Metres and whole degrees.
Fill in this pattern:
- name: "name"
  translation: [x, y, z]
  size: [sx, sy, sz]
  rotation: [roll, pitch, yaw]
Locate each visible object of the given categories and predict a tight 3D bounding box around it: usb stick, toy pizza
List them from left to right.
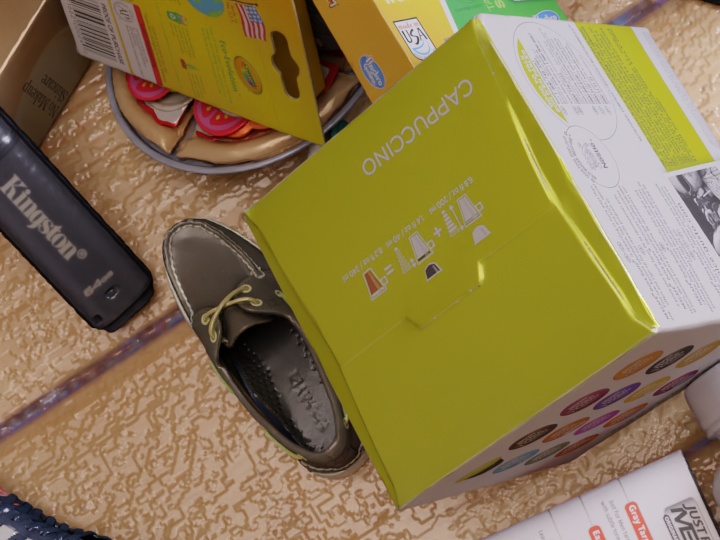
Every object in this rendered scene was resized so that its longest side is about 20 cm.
- name: "usb stick"
  translation: [-0.208, -0.042, 1.280]
  size: [0.055, 0.033, 0.200]
  rotation: [-45, 115, -11]
- name: "toy pizza"
  translation: [-0.078, -0.155, 1.309]
  size: [0.200, 0.032, 0.201]
  rotation: [-9, 62, 17]

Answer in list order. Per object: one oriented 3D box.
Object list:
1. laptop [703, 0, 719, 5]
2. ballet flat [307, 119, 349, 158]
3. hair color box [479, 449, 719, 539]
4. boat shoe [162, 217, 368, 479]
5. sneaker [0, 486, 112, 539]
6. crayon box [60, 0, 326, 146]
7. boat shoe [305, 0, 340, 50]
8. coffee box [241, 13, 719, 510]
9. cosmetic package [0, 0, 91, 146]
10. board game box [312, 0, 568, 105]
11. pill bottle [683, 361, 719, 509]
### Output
- name: "laptop"
  translation: [0.190, -0.215, 1.193]
  size: [0.177, 0.200, 0.103]
  rotation: [20, 50, 14]
- name: "ballet flat"
  translation: [0.000, 0.000, 1.277]
  size: [0.069, 0.069, 0.200]
  rotation: [-27, 76, 6]
- name: "hair color box"
  translation: [0.123, 0.195, 1.209]
  size: [0.200, 0.061, 0.102]
  rotation: [-25, 75, 7]
- name: "boat shoe"
  translation: [-0.064, 0.042, 1.279]
  size: [0.072, 0.060, 0.202]
  rotation: [-38, 74, 3]
- name: "sneaker"
  translation: [-0.225, 0.164, 1.281]
  size: [0.200, 0.075, 0.085]
  rotation: [-2, 83, 12]
- name: "crayon box"
  translation: [-0.098, -0.161, 1.223]
  size: [0.200, 0.127, 0.051]
  rotation: [24, 57, 28]
- name: "boat shoe"
  translation: [-0.066, -0.200, 1.266]
  size: [0.200, 0.076, 0.072]
  rotation: [24, 63, 24]
- name: "coffee box"
  translation: [0.095, -0.007, 1.151]
  size: [0.200, 0.198, 0.200]
  rotation: [-38, 72, 32]
- name: "cosmetic package"
  translation: [-0.237, -0.141, 1.330]
  size: [0.071, 0.105, 0.200]
  rotation: [30, 88, 17]
- name: "board game box"
  translation: [0.019, -0.199, 1.176]
  size: [0.040, 0.153, 0.200]
  rotation: [-40, 76, 42]
- name: "pill bottle"
  translation: [0.273, 0.135, 1.158]
  size: [0.119, 0.120, 0.200]
  rotation: [-30, 75, 5]
